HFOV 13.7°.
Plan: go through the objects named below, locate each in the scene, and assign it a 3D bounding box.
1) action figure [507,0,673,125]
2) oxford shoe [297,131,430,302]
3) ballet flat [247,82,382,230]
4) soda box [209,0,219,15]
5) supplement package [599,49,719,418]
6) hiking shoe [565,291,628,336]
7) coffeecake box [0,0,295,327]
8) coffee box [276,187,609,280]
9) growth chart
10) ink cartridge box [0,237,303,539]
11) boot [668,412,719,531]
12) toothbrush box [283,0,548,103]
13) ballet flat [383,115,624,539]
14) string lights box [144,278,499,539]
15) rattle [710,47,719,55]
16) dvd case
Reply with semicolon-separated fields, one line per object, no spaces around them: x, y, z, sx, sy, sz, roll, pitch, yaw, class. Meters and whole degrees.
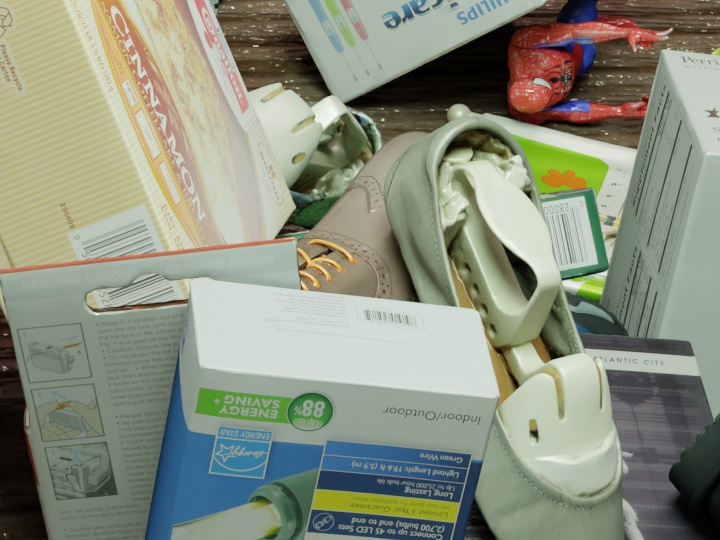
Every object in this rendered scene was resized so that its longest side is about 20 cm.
0.142;-0.125;1.678;0.099;0.066;0.200;8;25;20;action figure
-0.012;0.015;1.212;0.071;0.073;0.200;11;59;30;oxford shoe
-0.040;-0.056;1.371;0.074;0.075;0.200;20;8;15;ballet flat
-0.111;-0.144;1.472;0.063;0.201;0.068;-10;36;-35;soda box
0.226;-0.001;1.386;0.199;0.156;0.111;6;28;-10;supplement package
0.038;0.068;1.291;0.199;0.075;0.087;-12;46;-24;hiking shoe
-0.101;-0.057;1.172;0.073;0.154;0.200;-21;11;13;coffeecake box
0.000;0.000;1.355;0.199;0.044;0.123;-11;0;-35;coffee box
0.098;-0.032;1.544;0.144;0.018;0.200;11;27;-1;growth chart
-0.062;0.062;1.080;0.108;0.201;0.050;-6;36;2;ink cartridge box
0.236;0.079;1.165;0.168;0.200;0.076;48;23;21;boot
0.066;-0.182;1.662;0.145;0.086;0.200;-24;9;34;toothbrush box
0.063;0.032;1.177;0.067;0.064;0.201;-9;71;-34;ballet flat
-0.024;0.106;1.036;0.102;0.201;0.059;6;29;-10;string lights box
0.253;-0.102;1.614;0.130;0.143;0.200;25;18;-16;rattle
0.088;0.104;1.216;0.148;0.016;0.201;4;48;-19;dvd case
